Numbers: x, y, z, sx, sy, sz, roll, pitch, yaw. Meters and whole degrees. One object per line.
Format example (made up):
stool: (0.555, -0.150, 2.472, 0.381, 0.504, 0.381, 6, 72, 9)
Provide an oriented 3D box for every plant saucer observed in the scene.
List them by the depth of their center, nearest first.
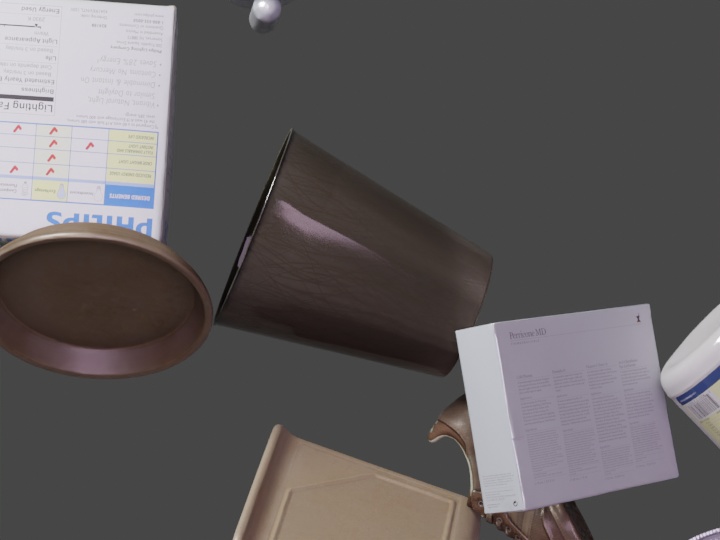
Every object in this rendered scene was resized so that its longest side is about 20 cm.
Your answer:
plant saucer: (-0.220, 0.023, 1.611, 0.198, 0.201, 0.030, 3, 52, -3)

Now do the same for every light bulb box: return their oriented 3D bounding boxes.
light bulb box: (-0.254, -0.119, 1.640, 0.196, 0.125, 0.202, 4, 86, -3)

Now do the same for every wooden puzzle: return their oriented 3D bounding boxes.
wooden puzzle: (-0.001, 0.222, 1.612, 0.199, 0.185, 0.037, 23, 121, -3)

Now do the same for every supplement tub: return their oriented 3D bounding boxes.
supplement tub: (0.366, 0.114, 1.641, 0.145, 0.145, 0.200, -45, 89, -5)

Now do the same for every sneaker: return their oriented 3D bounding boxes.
sneaker: (0.134, 0.197, 1.671, 0.075, 0.070, 0.201, -33, 82, 11)

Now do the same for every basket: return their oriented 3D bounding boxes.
basket: (0.000, 0.000, 1.640, 0.199, 0.136, 0.181, 21, 109, -6)

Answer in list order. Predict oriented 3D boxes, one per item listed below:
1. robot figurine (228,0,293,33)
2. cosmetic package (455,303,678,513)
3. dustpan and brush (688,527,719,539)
robot figurine: (-0.083, -0.285, 1.625, 0.112, 0.200, 0.171, -6, 86, -3)
cosmetic package: (0.174, 0.112, 1.625, 0.199, 0.051, 0.152, -5, 86, -43)
dustpan and brush: (0.258, 0.295, 1.662, 0.198, 0.057, 0.141, -6, 86, -3)
